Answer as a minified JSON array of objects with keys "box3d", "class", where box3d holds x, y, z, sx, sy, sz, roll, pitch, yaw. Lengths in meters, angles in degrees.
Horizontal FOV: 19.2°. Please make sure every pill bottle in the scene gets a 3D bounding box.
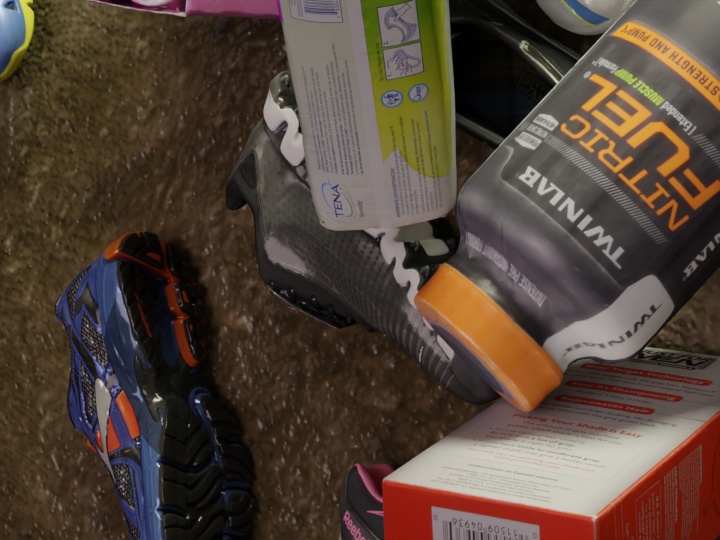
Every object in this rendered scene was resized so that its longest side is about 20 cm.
[{"box3d":[0.113,-0.034,0.916,0.106,0.106,0.200,41,85,21],"class":"pill bottle"}]

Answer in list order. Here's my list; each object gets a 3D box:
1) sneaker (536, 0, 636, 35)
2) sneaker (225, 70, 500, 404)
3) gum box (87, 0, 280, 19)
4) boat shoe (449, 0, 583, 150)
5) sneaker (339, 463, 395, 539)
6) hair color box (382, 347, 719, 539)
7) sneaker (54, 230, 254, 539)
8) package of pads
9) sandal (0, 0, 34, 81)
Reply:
[{"box3d":[0.068,-0.205,0.974,0.075,0.105,0.202,-21,83,31],"class":"sneaker"},{"box3d":[0.000,0.000,1.059,0.091,0.066,0.201,-50,66,27],"class":"sneaker"},{"box3d":[-0.069,-0.228,1.051,0.066,0.113,0.202,11,99,30],"class":"gum box"},{"box3d":[0.045,-0.106,1.025,0.199,0.056,0.069,31,109,25],"class":"boat shoe"},{"box3d":[0.068,0.125,1.027,0.198,0.079,0.096,-5,80,30],"class":"sneaker"},{"box3d":[0.100,0.091,0.920,0.101,0.200,0.062,7,109,31],"class":"hair color box"},{"box3d":[-0.114,0.084,1.137,0.078,0.075,0.202,-20,75,39],"class":"sneaker"},{"box3d":[0.002,-0.134,0.919,0.067,0.201,0.155,-5,135,5],"class":"package of pads"},{"box3d":[-0.264,-0.175,1.191,0.200,0.087,0.080,42,112,20],"class":"sandal"}]
